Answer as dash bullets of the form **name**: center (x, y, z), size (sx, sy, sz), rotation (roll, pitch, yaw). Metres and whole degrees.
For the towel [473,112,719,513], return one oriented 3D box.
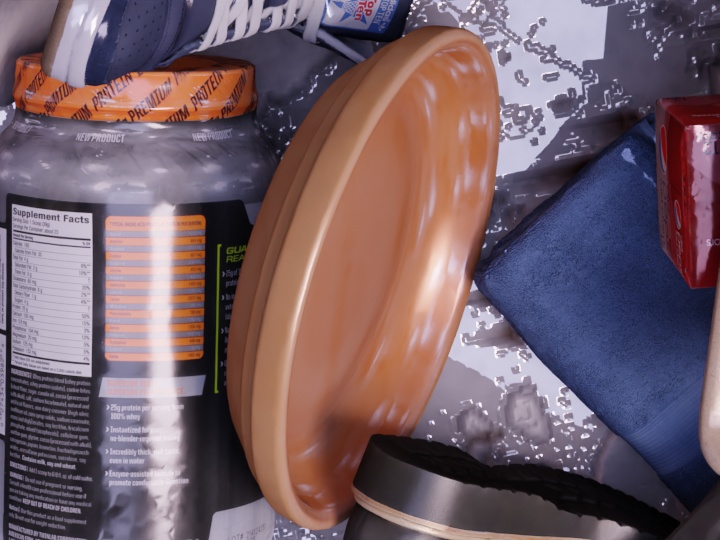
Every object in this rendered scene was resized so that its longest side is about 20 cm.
- **towel**: center (0.148, 0.036, 0.940), size (0.200, 0.049, 0.112), rotation (45, 115, -9)

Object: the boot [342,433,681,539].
- **boot**: center (0.060, 0.154, 0.926), size (0.199, 0.077, 0.139), rotation (18, 97, -30)

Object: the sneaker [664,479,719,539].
- **sneaker**: center (0.194, 0.110, 0.900), size (0.200, 0.076, 0.114), rotation (-48, 138, 1)

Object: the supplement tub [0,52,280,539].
- **supplement tub**: center (-0.091, 0.016, 0.897), size (0.121, 0.123, 0.202), rotation (2, 100, -2)

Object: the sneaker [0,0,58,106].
- **sneaker**: center (-0.169, -0.132, 0.849), size (0.088, 0.200, 0.076), rotation (24, 74, 14)

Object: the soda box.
- **soda box**: center (0.215, -0.037, 0.851), size (0.198, 0.070, 0.064), rotation (-5, 103, -1)

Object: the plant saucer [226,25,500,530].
- **plant saucer**: center (0.000, 0.000, 0.869), size (0.037, 0.200, 0.202), rotation (18, 100, 18)

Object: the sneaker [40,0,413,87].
- **sneaker**: center (-0.039, -0.106, 0.835), size (0.108, 0.200, 0.070), rotation (26, 120, 2)

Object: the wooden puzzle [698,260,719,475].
- **wooden puzzle**: center (0.221, -0.018, 0.805), size (0.183, 0.037, 0.202), rotation (5, 100, -3)
